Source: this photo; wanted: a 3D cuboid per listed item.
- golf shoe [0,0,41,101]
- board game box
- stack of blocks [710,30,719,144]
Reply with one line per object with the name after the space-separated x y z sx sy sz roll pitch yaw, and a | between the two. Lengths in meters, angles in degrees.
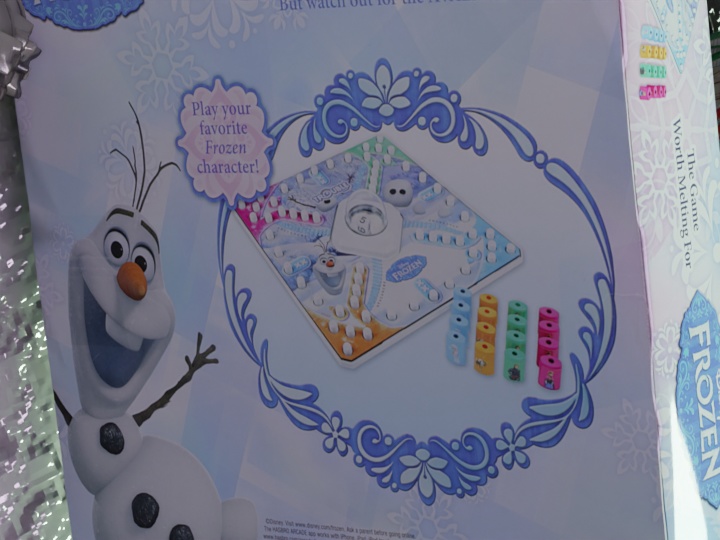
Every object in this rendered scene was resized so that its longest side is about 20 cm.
-0.163 0.001 0.714 0.097 0.078 0.200 25 90 -5 | golf shoe
0.000 0.000 0.703 0.043 0.200 0.199 -19 106 -49 | board game box
0.123 -0.007 0.781 0.115 0.200 0.059 -16 116 17 | stack of blocks
